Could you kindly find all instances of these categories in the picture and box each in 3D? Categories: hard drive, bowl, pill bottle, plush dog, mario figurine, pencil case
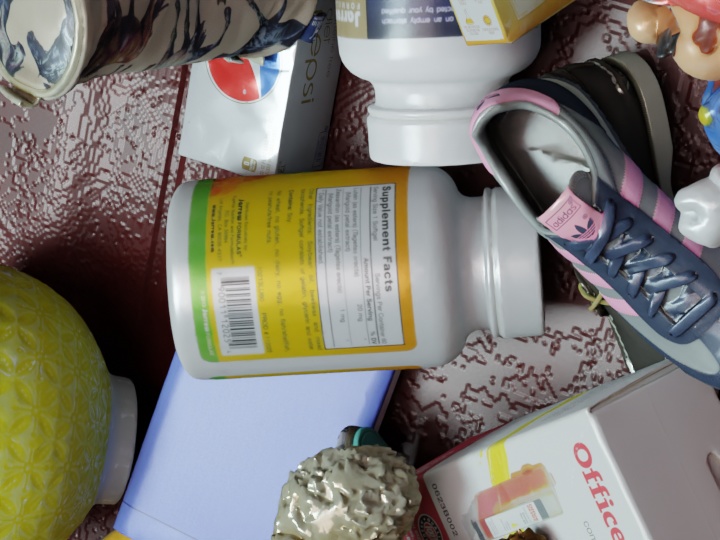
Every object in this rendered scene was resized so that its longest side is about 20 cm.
[{"bbox_3d":[-0.057,0.090,1.215,0.131,0.025,0.201,24,102,16],"label":"hard drive"},{"bbox_3d":[-0.199,0.100,1.253,0.107,0.200,0.201,8,110,-20],"label":"bowl"},{"bbox_3d":[0.000,0.000,1.120,0.199,0.111,0.112,-3,100,6],"label":"pill bottle"},{"bbox_3d":[0.029,0.212,1.056,0.171,0.161,0.201,9,122,12],"label":"plush dog"},{"bbox_3d":[0.168,-0.087,0.951,0.106,0.124,0.201,-27,123,-3],"label":"mario figurine"},{"bbox_3d":[0.041,-0.160,1.085,0.110,0.111,0.201,2,101,27],"label":"pill bottle"},{"bbox_3d":[-0.104,-0.136,1.043,0.078,0.200,0.090,15,112,35],"label":"pencil case"}]

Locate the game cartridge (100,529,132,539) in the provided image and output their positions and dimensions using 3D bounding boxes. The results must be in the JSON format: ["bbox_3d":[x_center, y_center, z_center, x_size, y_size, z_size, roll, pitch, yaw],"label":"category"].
[{"bbox_3d":[-0.090,0.224,1.283,0.200,0.032,0.177,-37,83,26],"label":"game cartridge"}]

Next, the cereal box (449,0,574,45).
[{"bbox_3d":[0.076,-0.232,1.006,0.039,0.144,0.201,5,123,52],"label":"cereal box"}]

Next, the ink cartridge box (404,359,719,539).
[{"bbox_3d":[0.119,0.145,1.085,0.200,0.083,0.146,-30,85,53],"label":"ink cartridge box"}]

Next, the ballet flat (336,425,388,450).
[{"bbox_3d":[0.016,0.187,1.183,0.072,0.072,0.201,-21,102,29],"label":"ballet flat"}]

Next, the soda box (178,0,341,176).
[{"bbox_3d":[-0.047,-0.156,1.159,0.068,0.064,0.201,18,108,23],"label":"soda box"}]

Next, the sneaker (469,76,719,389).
[{"bbox_3d":[0.125,-0.013,1.002,0.200,0.082,0.070,47,115,17],"label":"sneaker"}]

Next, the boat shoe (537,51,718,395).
[{"bbox_3d":[0.138,-0.012,1.082,0.072,0.060,0.202,-14,90,66],"label":"boat shoe"}]
